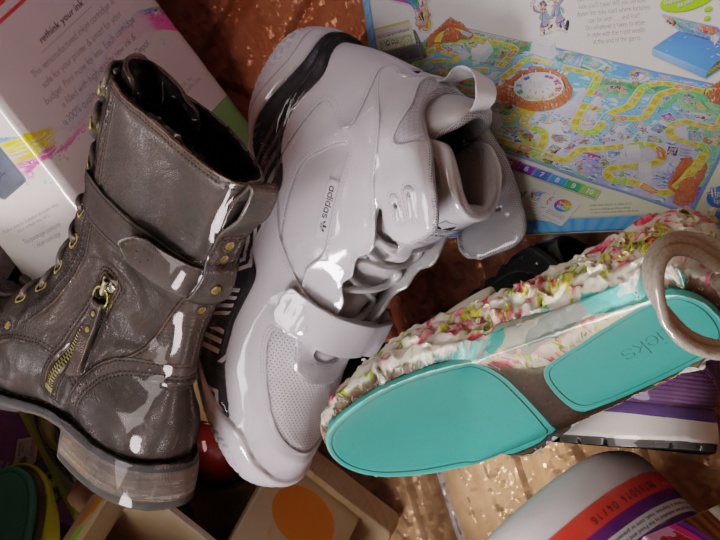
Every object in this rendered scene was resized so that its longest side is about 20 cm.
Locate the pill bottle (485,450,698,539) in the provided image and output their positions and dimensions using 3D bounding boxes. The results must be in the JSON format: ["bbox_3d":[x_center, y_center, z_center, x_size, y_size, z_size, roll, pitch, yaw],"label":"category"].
[{"bbox_3d":[0.134,0.177,1.208,0.200,0.112,0.113,47,128,19],"label":"pill bottle"}]

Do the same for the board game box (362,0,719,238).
[{"bbox_3d":[0.089,-0.084,1.243,0.200,0.034,0.135,-1,100,43],"label":"board game box"}]

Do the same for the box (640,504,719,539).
[{"bbox_3d":[0.205,0.166,1.128,0.200,0.137,0.039,47,128,23],"label":"box"}]

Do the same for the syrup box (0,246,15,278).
[{"bbox_3d":[-0.221,-0.013,1.451,0.079,0.081,0.200,33,92,15],"label":"syrup box"}]

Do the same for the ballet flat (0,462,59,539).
[{"bbox_3d":[-0.189,0.192,1.465,0.067,0.067,0.200,22,88,41],"label":"ballet flat"}]

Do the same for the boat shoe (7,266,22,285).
[{"bbox_3d":[-0.209,-0.015,1.520,0.071,0.062,0.200,-30,79,45],"label":"boat shoe"}]

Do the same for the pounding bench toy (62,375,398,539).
[{"bbox_3d":[-0.101,0.164,1.392,0.124,0.156,0.200,38,133,-8],"label":"pounding bench toy"}]

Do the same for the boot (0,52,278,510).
[{"bbox_3d":[-0.109,-0.011,1.264,0.200,0.069,0.175,33,121,39],"label":"boot"}]

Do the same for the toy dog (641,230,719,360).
[{"bbox_3d":[0.212,0.029,1.103,0.200,0.132,0.096,54,146,-4],"label":"toy dog"}]

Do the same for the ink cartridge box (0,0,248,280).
[{"bbox_3d":[-0.146,-0.089,1.357,0.067,0.117,0.200,-23,108,45],"label":"ink cartridge box"}]

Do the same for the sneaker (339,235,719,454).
[{"bbox_3d":[0.073,0.029,1.276,0.200,0.076,0.088,2,86,40],"label":"sneaker"}]

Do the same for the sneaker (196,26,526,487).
[{"bbox_3d":[0.000,0.000,1.253,0.115,0.075,0.201,11,92,41],"label":"sneaker"}]

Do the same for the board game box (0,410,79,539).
[{"bbox_3d":[-0.136,0.095,1.464,0.120,0.032,0.200,22,121,-4],"label":"board game box"}]

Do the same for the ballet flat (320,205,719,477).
[{"bbox_3d":[0.073,0.029,1.198,0.200,0.064,0.076,-21,126,29],"label":"ballet flat"}]
